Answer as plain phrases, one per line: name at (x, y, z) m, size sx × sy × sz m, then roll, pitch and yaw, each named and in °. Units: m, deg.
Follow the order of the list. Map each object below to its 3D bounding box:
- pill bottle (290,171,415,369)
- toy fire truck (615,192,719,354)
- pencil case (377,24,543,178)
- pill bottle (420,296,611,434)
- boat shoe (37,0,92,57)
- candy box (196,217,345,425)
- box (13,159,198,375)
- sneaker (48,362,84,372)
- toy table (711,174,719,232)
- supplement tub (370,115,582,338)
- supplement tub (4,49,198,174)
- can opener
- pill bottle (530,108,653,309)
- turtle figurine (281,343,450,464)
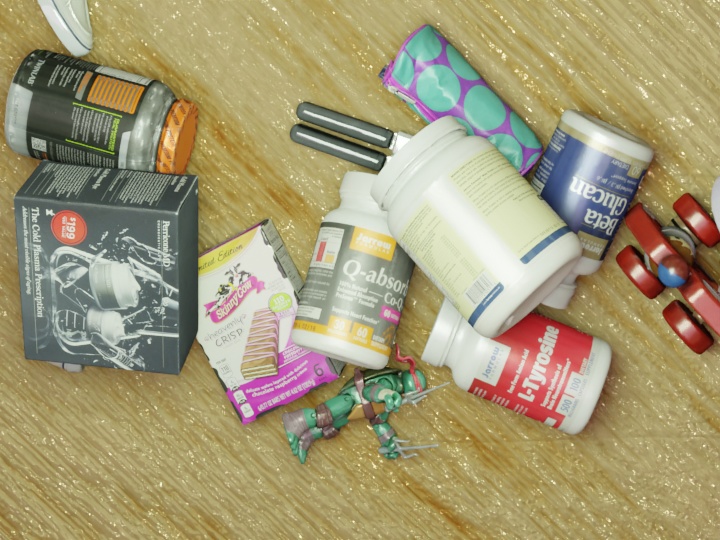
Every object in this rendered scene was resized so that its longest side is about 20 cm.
pill bottle at (0.000, 0.000, 1.589) m, size 0.115 × 0.116 × 0.203 m, roll 15°, pitch 84°, yaw 4°
toy fire truck at (0.363, 0.013, 1.537) m, size 0.112 × 0.168 × 0.200 m, roll -42°, pitch 94°, yaw 13°
pencil case at (0.111, -0.172, 1.573) m, size 0.200 × 0.085 × 0.093 m, roll 45°, pitch 67°, yaw -3°
pill bottle at (0.174, 0.099, 1.609) m, size 0.197 × 0.112 × 0.114 m, roll 22°, pitch 103°, yaw 3°
boat shoe at (-0.331, -0.350, 1.610) m, size 0.085 × 0.075 × 0.204 m, roll -23°, pitch 88°, yaw 9°
candy box at (-0.122, 0.060, 1.666) m, size 0.135 × 0.061 × 0.202 m, roll -27°, pitch 96°, yaw 12°
box at (-0.275, -0.004, 1.565) m, size 0.179 × 0.104 × 0.203 m, roll 5°, pitch 117°, yaw 4°
sneaker at (-0.348, 0.023, 1.681) m, size 0.070 × 0.073 × 0.203 m, roll 11°, pitch 104°, yaw -2°
toy table at (0.481, -0.049, 1.510) m, size 0.199 × 0.117 × 0.185 m, roll 34°, pitch 62°, yaw -8°
supplement tub at (0.118, -0.047, 1.483) m, size 0.145 × 0.145 × 0.200 m, roll -44°, pitch 78°, yaw 13°
supplement tub at (-0.291, -0.168, 1.611) m, size 0.197 × 0.123 × 0.124 m, roll 16°, pitch 103°, yaw 4°
can opener at (0.015, -0.137, 1.605) m, size 0.197 × 0.067 × 0.054 m, roll 19°, pitch 103°, yaw 3°
pill bottle at (0.234, -0.065, 1.568) m, size 0.110 × 0.111 × 0.202 m, roll 24°, pitch 104°, yaw 2°
turtle figurine at (0.012, 0.164, 1.653) m, size 0.197 × 0.102 × 0.150 m, roll -19°, pitch 143°, yaw 2°
